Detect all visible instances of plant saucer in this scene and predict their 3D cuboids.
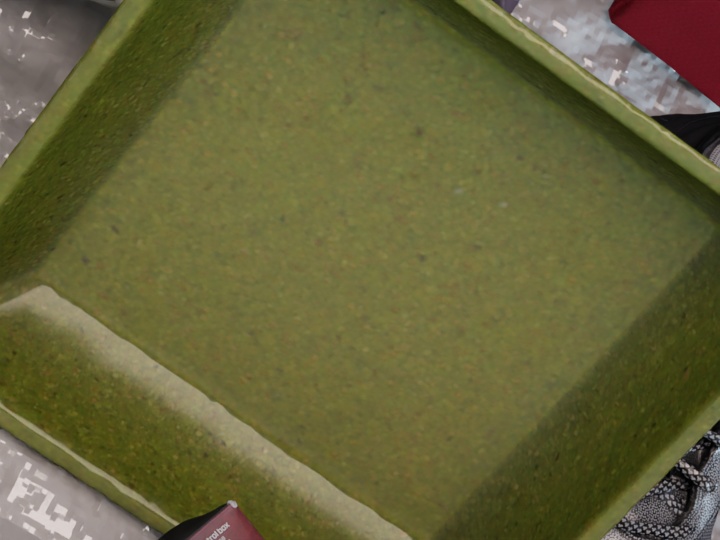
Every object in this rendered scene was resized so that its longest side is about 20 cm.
[{"bbox_3d":[0.000,0.000,0.780,0.200,0.200,0.048,35,29,-9],"label":"plant saucer"}]

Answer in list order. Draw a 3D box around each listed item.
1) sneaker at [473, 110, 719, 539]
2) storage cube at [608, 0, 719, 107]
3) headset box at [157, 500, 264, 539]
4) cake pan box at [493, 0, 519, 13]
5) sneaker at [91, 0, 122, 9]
[{"bbox_3d":[0.095,0.036,0.820,0.075,0.114,0.200,16,69,-25],"label":"sneaker"},{"bbox_3d":[0.222,-0.114,0.881,0.171,0.180,0.200,41,64,-7],"label":"storage cube"},{"bbox_3d":[-0.049,0.172,0.749,0.149,0.075,0.200,-38,91,-25],"label":"headset box"},{"bbox_3d":[0.064,-0.199,0.843,0.052,0.200,0.184,27,63,18],"label":"cake pan box"},{"bbox_3d":[-0.052,-0.092,0.840,0.085,0.073,0.200,-36,97,4],"label":"sneaker"}]
